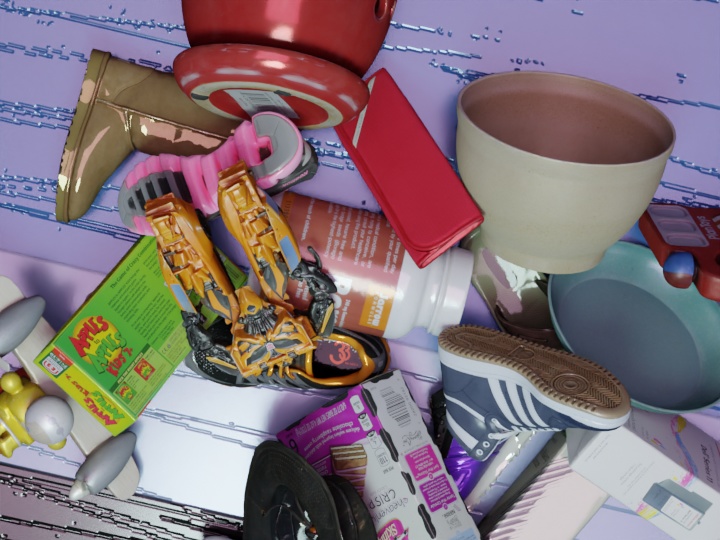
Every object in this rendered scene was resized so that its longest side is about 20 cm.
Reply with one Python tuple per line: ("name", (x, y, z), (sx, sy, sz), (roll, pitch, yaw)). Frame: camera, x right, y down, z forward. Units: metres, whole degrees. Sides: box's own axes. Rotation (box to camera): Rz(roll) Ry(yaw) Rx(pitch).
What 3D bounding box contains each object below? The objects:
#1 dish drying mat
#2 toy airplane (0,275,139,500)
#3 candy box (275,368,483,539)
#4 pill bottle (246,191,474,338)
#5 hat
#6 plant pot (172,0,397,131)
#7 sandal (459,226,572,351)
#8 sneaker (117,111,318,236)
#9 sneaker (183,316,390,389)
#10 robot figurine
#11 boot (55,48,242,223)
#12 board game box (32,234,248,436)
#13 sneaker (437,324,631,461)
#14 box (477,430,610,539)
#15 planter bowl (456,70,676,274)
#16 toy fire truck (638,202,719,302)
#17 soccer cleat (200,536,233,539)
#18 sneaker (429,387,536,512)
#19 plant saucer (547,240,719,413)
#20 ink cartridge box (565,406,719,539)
("dish drying mat", (0.038, -0.097, 1.653), (0.077, 0.018, 0.200), (-37, 56, 11))
("toy airplane", (-0.280, 0.114, 1.662), (0.199, 0.141, 0.200), (13, 104, -19))
("candy box", (0.020, 0.210, 1.662), (0.136, 0.061, 0.201), (-34, 80, 43))
("pill bottle", (0.000, 0.000, 1.674), (0.199, 0.112, 0.113), (13, 93, -1))
("hat", (-0.034, 0.242, 1.617), (0.081, 0.200, 0.202), (-14, 94, -32))
("plant pot", (-0.065, -0.230, 1.598), (0.199, 0.200, 0.184), (7, 79, -1))
("sandal", (0.166, 0.042, 1.706), (0.080, 0.057, 0.201), (-42, 94, 2))
("sneaker", (-0.126, -0.078, 1.638), (0.199, 0.095, 0.080), (-18, 78, 21))
("sneaker", (-0.071, 0.076, 1.696), (0.199, 0.077, 0.079), (0, 96, 1))
("robot figurine", (-0.105, 0.010, 1.586), (0.144, 0.058, 0.201), (-23, 117, 7))
("boot", (-0.176, -0.108, 1.690), (0.199, 0.066, 0.176), (15, 95, -4))
("board game box", (-0.198, 0.044, 1.644), (0.102, 0.048, 0.200), (43, 51, -8))
("sneaker", (0.154, 0.127, 1.604), (0.199, 0.070, 0.109), (21, 124, 36))
("box", (0.154, 0.251, 1.709), (0.068, 0.082, 0.200), (39, 91, -2))
("planter bowl", (0.177, -0.081, 1.645), (0.199, 0.201, 0.135), (8, 118, -1))
("toy fire truck", (0.350, -0.010, 1.643), (0.167, 0.200, 0.113), (1, 115, -4))
("soccer cleat", (-0.060, 0.291, 1.721), (0.199, 0.070, 0.087), (31, 79, -6))
("sneaker", (0.096, 0.163, 1.714), (0.099, 0.070, 0.200), (41, 89, 4))
("plant saucer", (0.257, 0.059, 1.670), (0.199, 0.200, 0.036), (28, 134, -3))
("ink cartridge box", (0.288, 0.186, 1.672), (0.200, 0.117, 0.067), (35, 112, -12))
